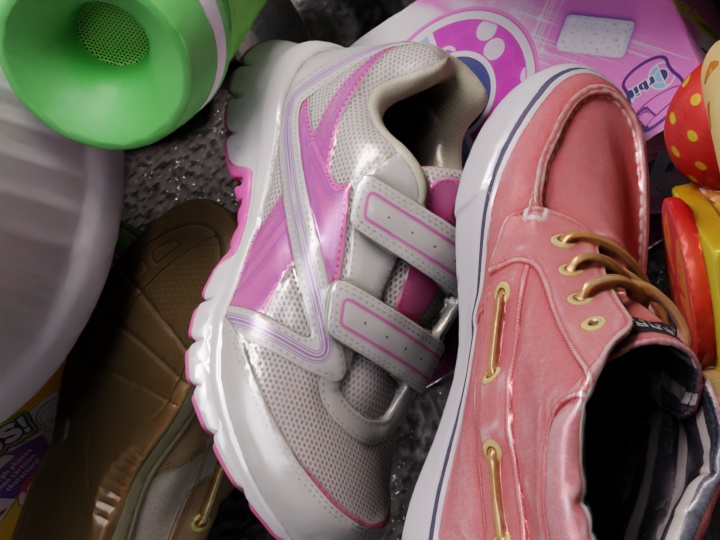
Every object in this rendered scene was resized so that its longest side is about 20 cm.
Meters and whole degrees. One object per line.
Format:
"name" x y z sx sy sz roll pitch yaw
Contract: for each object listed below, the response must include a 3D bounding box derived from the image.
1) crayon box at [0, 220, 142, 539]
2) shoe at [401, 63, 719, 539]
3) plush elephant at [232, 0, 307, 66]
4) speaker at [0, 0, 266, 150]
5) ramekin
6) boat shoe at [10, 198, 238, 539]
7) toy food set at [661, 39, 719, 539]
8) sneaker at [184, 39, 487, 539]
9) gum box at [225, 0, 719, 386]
"crayon box" -0.160 0.059 0.892 0.200 0.119 0.058 -44 52 14
"shoe" 0.074 0.018 0.665 0.091 0.071 0.201 -20 50 54
"plush elephant" -0.157 -0.115 0.930 0.200 0.165 0.155 -9 24 49
"speaker" -0.064 -0.129 0.803 0.088 0.089 0.200 -18 29 30
"ramekin" -0.197 -0.033 0.802 0.200 0.098 0.201 -6 78 27
"boat shoe" -0.078 0.064 0.838 0.074 0.066 0.200 43 115 40
"toy food set" 0.127 0.015 0.660 0.048 0.200 0.199 -9 105 1
"sneaker" 0.000 0.000 0.732 0.088 0.081 0.201 -15 62 33
"gum box" 0.047 -0.044 0.816 0.200 0.066 0.114 -33 54 21
